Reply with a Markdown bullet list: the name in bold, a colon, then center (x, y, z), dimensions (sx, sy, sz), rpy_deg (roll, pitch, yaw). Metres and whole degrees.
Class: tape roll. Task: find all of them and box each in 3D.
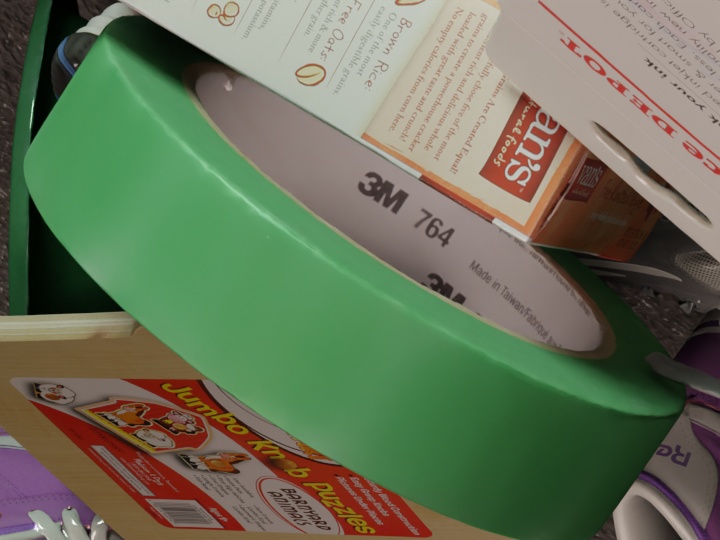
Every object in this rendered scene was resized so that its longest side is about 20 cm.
- **tape roll**: center (0.000, 0.000, 0.807), dimensions (0.200, 0.048, 0.200), rpy_deg (31, -166, -8)

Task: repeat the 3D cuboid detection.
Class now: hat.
- **hat**: center (-0.031, -0.015, 1.017), dimensions (0.176, 0.166, 0.200), rpy_deg (5, 153, -1)

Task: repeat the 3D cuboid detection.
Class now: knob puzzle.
- **knob puzzle**: center (-0.021, 0.051, 0.931), dimensions (0.220, 0.030, 0.220), rpy_deg (10, 154, 5)

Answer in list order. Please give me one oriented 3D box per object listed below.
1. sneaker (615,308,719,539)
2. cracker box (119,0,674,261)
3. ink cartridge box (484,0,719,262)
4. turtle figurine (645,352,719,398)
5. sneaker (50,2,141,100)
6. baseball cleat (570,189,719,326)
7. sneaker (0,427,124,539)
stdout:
- **sneaker**: center (0.160, 0.118, 0.991), dimensions (0.200, 0.114, 0.073), rpy_deg (46, 149, -21)
- **cracker box**: center (-0.005, -0.076, 0.802), dimensions (0.200, 0.058, 0.134), rpy_deg (31, -173, 16)
- **ink cartridge box**: center (0.101, -0.064, 0.621), dimensions (0.117, 0.067, 0.200), rpy_deg (41, 166, 3)
- **turtle figurine**: center (0.178, -0.003, 0.736), dimensions (0.200, 0.144, 0.194), rpy_deg (37, 172, -13)
- **sneaker**: center (-0.019, -0.022, 0.949), dimensions (0.076, 0.077, 0.200), rpy_deg (12, 143, 52)
- **baseball cleat**: center (0.093, -0.006, 0.933), dimensions (0.106, 0.070, 0.200), rpy_deg (48, 151, -14)
- **sneaker**: center (-0.089, 0.113, 1.100), dimensions (0.200, 0.114, 0.073), rpy_deg (12, 122, 32)
